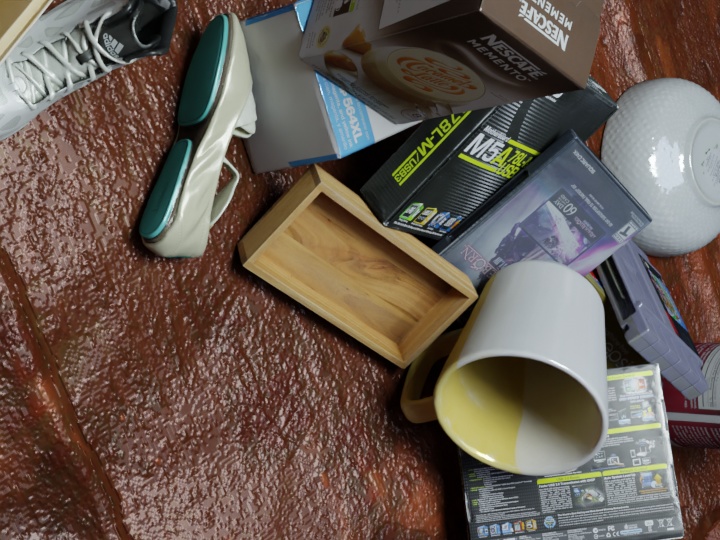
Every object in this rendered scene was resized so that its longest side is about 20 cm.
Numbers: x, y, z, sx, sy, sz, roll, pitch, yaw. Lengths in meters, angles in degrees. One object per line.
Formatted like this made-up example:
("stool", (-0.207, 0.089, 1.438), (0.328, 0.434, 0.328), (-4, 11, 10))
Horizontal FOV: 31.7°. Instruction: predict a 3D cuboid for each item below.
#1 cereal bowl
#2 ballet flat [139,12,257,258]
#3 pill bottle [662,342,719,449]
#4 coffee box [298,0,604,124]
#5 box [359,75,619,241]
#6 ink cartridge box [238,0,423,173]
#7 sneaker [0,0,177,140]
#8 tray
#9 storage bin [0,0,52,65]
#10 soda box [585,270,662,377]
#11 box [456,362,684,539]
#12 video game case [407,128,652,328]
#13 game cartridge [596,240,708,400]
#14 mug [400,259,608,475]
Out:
("cereal bowl", (0.359, -0.117, 1.405), (0.198, 0.083, 0.204), (3, 85, -39))
("ballet flat", (-0.120, -0.103, 1.018), (0.069, 0.069, 0.203), (23, 82, -36))
("pill bottle", (0.392, 0.134, 1.343), (0.112, 0.199, 0.115), (2, 87, -39))
("coffee box", (0.063, -0.177, 0.920), (0.114, 0.199, 0.081), (27, 72, -34))
("box", (0.118, -0.108, 1.113), (0.048, 0.193, 0.199), (54, 19, 22))
("ink cartridge box", (-0.001, -0.178, 1.078), (0.199, 0.128, 0.127), (-26, 104, -36))
("sneaker", (-0.214, -0.159, 0.909), (0.200, 0.115, 0.076), (-41, 113, -33))
("tray", (0.000, 0.000, 1.096), (0.199, 0.037, 0.099), (34, 110, -34))
("storage bin", (-0.311, -0.214, 0.817), (0.201, 0.093, 0.200), (52, 54, -34))
("soda box", (0.231, 0.047, 1.286), (0.068, 0.064, 0.200), (-39, 122, 14))
("box", (0.190, 0.179, 1.183), (0.197, 0.044, 0.163), (-8, 80, 2))
("video game case", (0.155, -0.022, 1.166), (0.200, 0.019, 0.142), (-41, 130, 14))
("game cartridge", (0.285, 0.026, 1.289), (0.129, 0.038, 0.202), (34, 28, -35))
("mug", (0.134, 0.068, 1.117), (0.154, 0.184, 0.151), (-69, 166, -44))
